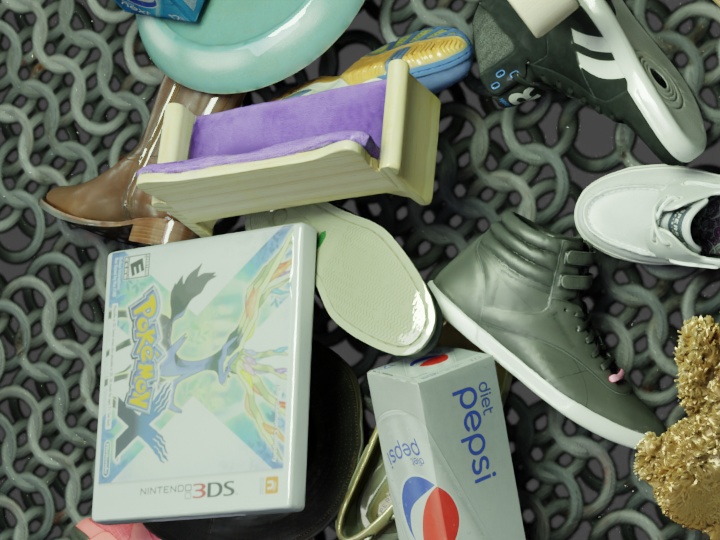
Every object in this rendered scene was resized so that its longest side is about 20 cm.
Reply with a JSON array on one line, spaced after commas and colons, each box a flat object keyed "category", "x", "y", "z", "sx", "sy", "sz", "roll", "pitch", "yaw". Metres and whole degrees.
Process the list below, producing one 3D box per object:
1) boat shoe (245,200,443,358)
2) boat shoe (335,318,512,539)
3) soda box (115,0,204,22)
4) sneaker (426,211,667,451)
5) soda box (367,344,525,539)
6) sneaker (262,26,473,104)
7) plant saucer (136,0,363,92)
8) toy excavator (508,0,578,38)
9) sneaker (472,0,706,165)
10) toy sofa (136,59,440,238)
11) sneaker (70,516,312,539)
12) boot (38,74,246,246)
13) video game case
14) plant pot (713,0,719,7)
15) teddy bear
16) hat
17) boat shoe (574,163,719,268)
[{"category": "boat shoe", "x": 0.000, "y": 0.000, "z": 1.673, "sx": 0.072, "sy": 0.068, "sz": 0.200, "roll": -55, "pitch": 47, "yaw": 5}, {"category": "boat shoe", "x": 0.045, "y": 0.108, "z": 1.697, "sx": 0.073, "sy": 0.063, "sz": 0.201, "roll": 35, "pitch": 102, "yaw": 25}, {"category": "soda box", "x": -0.125, "y": -0.285, "z": 1.742, "sx": 0.068, "sy": 0.064, "sz": 0.200, "roll": 12, "pitch": 71, "yaw": 31}, {"category": "sneaker", "x": 0.147, "y": 0.037, "z": 1.631, "sx": 0.200, "sy": 0.071, "sz": 0.099, "roll": 38, "pitch": 100, "yaw": 9}, {"category": "soda box", "x": 0.064, "y": 0.157, "z": 1.641, "sx": 0.063, "sy": 0.068, "sz": 0.200, "roll": 10, "pitch": 114, "yaw": 56}, {"category": "sneaker", "x": 0.010, "y": -0.109, "z": 1.723, "sx": 0.200, "sy": 0.075, "sz": 0.088, "roll": -21, "pitch": 101, "yaw": 37}, {"category": "plant saucer", "x": -0.082, "y": -0.225, "z": 1.755, "sx": 0.200, "sy": 0.027, "sz": 0.200, "roll": -12, "pitch": 62, "yaw": 23}, {"category": "toy excavator", "x": 0.081, "y": -0.240, "z": 1.626, "sx": 0.100, "sy": 0.194, "sz": 0.200, "roll": -39, "pitch": 83, "yaw": 5}, {"category": "sneaker", "x": 0.150, "y": -0.129, "z": 1.651, "sx": 0.112, "sy": 0.073, "sz": 0.200, "roll": -41, "pitch": 63, "yaw": 24}, {"category": "toy sofa", "x": -0.052, "y": -0.088, "z": 1.646, "sx": 0.200, "sy": 0.098, "sz": 0.083, "roll": -8, "pitch": 63, "yaw": 30}, {"category": "sneaker", "x": -0.121, "y": 0.200, "z": 1.792, "sx": 0.200, "sy": 0.074, "sz": 0.087, "roll": 11, "pitch": 81, "yaw": 23}, {"category": "boot", "x": -0.153, "y": -0.118, "z": 1.815, "sx": 0.186, "sy": 0.064, "sz": 0.200, "roll": 13, "pitch": 85, "yaw": 44}, {"category": "video game case", "x": -0.111, "y": 0.075, "z": 1.681, "sx": 0.182, "sy": 0.022, "sz": 0.200, "roll": -8, "pitch": 72, "yaw": 35}, {"category": "plant pot", "x": 0.297, "y": -0.253, "z": 1.525, "sx": 0.200, "sy": 0.186, "sz": 0.186, "roll": -45, "pitch": 69, "yaw": 5}, {"category": "teddy bear", "x": 0.266, "y": 0.083, "z": 1.571, "sx": 0.145, "sy": 0.067, "sz": 0.200, "roll": 15, "pitch": 112, "yaw": 2}, {"category": "hat", "x": -0.100, "y": 0.114, "z": 1.736, "sx": 0.200, "sy": 0.081, "sz": 0.201, "roll": -8, "pitch": 66, "yaw": 19}, {"category": "boat shoe", "x": 0.229, "y": -0.030, "z": 1.600, "sx": 0.200, "sy": 0.068, "sz": 0.072, "roll": 14, "pitch": 96, "yaw": 28}]
